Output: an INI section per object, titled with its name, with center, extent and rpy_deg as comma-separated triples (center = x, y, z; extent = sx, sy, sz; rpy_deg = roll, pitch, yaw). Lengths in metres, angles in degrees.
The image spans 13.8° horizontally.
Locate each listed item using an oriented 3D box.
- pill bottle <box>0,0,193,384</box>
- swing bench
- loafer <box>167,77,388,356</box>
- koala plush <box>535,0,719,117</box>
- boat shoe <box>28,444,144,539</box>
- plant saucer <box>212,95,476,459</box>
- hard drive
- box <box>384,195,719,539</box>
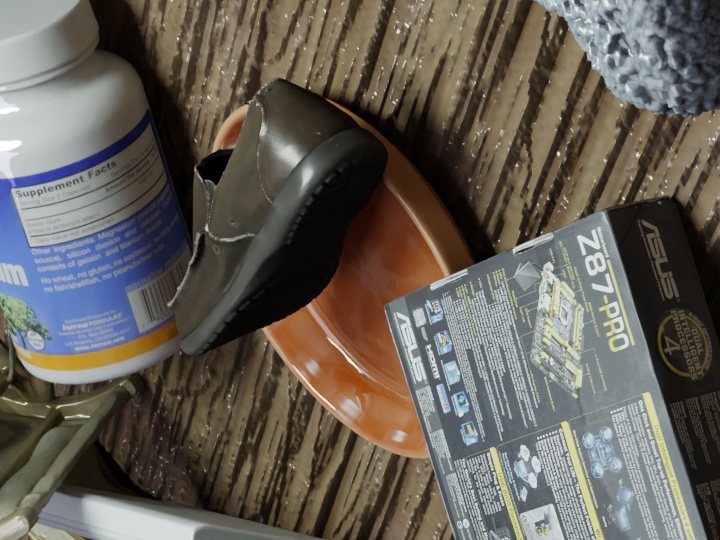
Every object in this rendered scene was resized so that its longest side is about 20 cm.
[pill bottle]
center = -0.159, -0.049, 1.590
extent = 0.112, 0.112, 0.200
rpy_deg = 18, 132, 50
[swing bench]
center = -0.243, 0.042, 1.685
extent = 0.130, 0.199, 0.200
rpy_deg = -18, 105, 20
[loafer]
center = -0.047, -0.028, 1.426
extent = 0.071, 0.073, 0.200
rpy_deg = 56, 144, 15
[koala plush]
center = 0.109, -0.191, 0.986
extent = 0.184, 0.177, 0.200
rpy_deg = 42, 153, 46
[boat shoe]
center = -0.181, 0.154, 1.862
extent = 0.200, 0.074, 0.066
rpy_deg = 41, 142, 29
[plant saucer]
center = 0.000, 0.000, 1.475
extent = 0.200, 0.032, 0.200
rpy_deg = 39, 147, 32
[hard drive]
center = -0.093, 0.150, 1.679
extent = 0.200, 0.132, 0.026
rpy_deg = 8, 85, 55
[box]
center = 0.099, 0.085, 1.304
extent = 0.161, 0.049, 0.200
rpy_deg = -26, 78, 51
